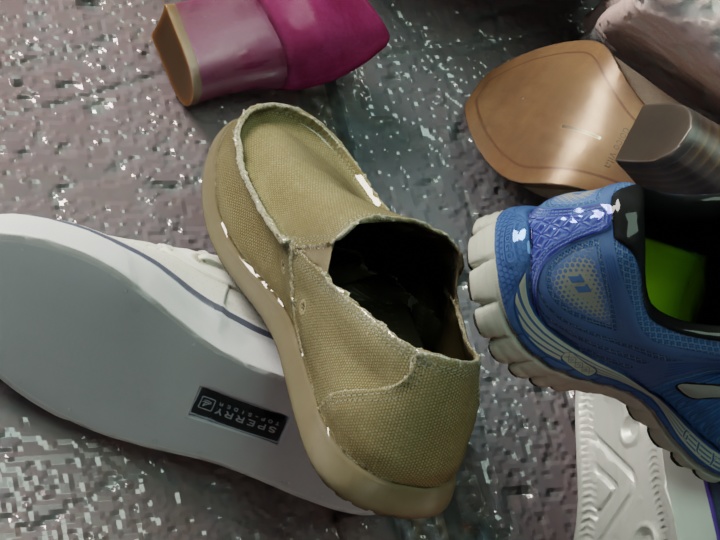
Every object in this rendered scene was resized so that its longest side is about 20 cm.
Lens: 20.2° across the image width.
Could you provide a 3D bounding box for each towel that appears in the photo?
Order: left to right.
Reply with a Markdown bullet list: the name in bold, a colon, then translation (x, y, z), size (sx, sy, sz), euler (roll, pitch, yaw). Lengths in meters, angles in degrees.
- **towel**: translation (0.185, -0.056, 0.875), size (0.200, 0.191, 0.032), euler (37, 88, -4)

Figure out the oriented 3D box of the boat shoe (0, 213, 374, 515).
- **boat shoe**: translation (-0.062, 0.025, 0.773), size (0.199, 0.071, 0.070), euler (22, 28, -10)

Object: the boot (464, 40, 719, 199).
- **boot**: translation (0.142, -0.026, 0.859), size (0.146, 0.200, 0.070), euler (35, 88, -27)

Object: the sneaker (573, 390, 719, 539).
- **sneaker**: translation (0.158, 0.119, 0.815), size (0.146, 0.080, 0.201), euler (15, 67, -31)

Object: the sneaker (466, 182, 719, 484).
- **sneaker**: translation (0.133, 0.022, 0.721), size (0.199, 0.089, 0.079), euler (21, 58, -39)

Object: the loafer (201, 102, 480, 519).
- **loafer**: translation (0.000, 0.000, 0.738), size (0.076, 0.068, 0.200), euler (12, 36, -36)

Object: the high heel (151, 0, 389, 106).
- **high heel**: translation (-0.061, -0.170, 0.874), size (0.096, 0.067, 0.201), euler (-16, 85, -22)
